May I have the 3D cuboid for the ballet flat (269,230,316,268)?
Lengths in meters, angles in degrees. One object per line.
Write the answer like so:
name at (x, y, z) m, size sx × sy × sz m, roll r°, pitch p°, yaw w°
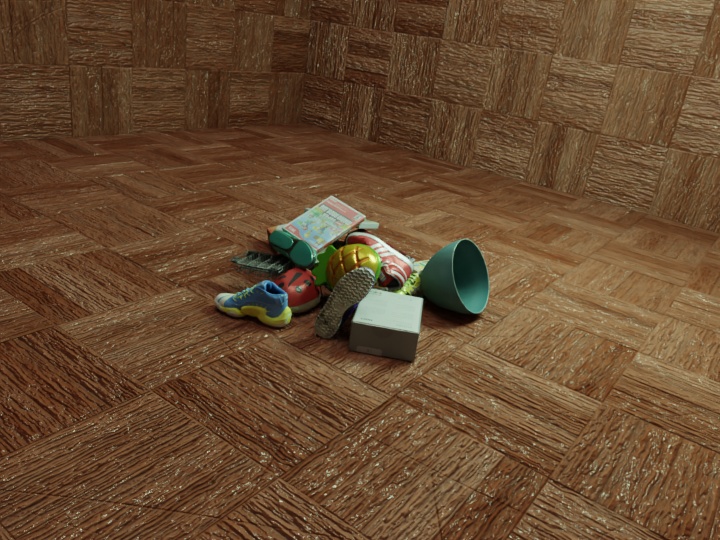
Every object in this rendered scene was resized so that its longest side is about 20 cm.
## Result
ballet flat at (-0.170, -0.053, 1.664) m, size 0.200 × 0.067 × 0.070 m, roll 32°, pitch -3°, yaw 40°

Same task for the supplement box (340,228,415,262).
supplement box at (0.053, -0.048, 1.821) m, size 0.200 × 0.061 × 0.109 m, roll 31°, pitch 23°, yaw 13°

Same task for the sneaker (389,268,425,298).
sneaker at (0.124, 0.046, 1.670) m, size 0.075 × 0.077 × 0.200 m, roll 23°, pitch 27°, yaw 28°

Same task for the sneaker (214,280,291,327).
sneaker at (-0.254, 0.062, 1.457) m, size 0.199 × 0.105 × 0.076 m, roll 13°, pitch 22°, yaw 12°

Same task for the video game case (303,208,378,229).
video game case at (-0.055, -0.160, 1.881) m, size 0.181 × 0.023 × 0.200 m, roll 16°, pitch 8°, yaw 16°

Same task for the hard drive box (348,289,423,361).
hard drive box at (0.065, 0.124, 1.454) m, size 0.155 × 0.077 × 0.200 m, roll 10°, pitch 21°, yaw 6°

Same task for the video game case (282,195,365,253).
video game case at (-0.104, -0.134, 1.746) m, size 0.143 × 0.017 × 0.200 m, roll 34°, pitch 55°, yaw 29°

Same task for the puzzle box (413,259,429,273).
puzzle box at (0.243, 0.018, 1.847) m, size 0.133 × 0.026 × 0.200 m, roll -10°, pitch 28°, yaw -37°

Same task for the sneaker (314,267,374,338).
sneaker at (-0.034, 0.063, 1.430) m, size 0.070 × 0.200 × 0.100 m, roll 40°, pitch 19°, yaw 2°

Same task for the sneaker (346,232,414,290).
sneaker at (0.040, -0.021, 1.614) m, size 0.200 × 0.071 × 0.113 m, roll 28°, pitch 42°, yaw 1°

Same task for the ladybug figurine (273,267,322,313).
ladybug figurine at (-0.166, 0.048, 1.568) m, size 0.135 × 0.072 × 0.200 m, roll 10°, pitch 22°, yaw 5°

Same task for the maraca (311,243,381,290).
maraca at (-0.037, -0.005, 1.524) m, size 0.199 × 0.138 × 0.107 m, roll 7°, pitch -23°, yaw 34°

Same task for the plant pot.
plant pot at (0.243, 0.026, 1.651) m, size 0.134 × 0.201 × 0.200 m, roll -12°, pitch 7°, yaw 37°

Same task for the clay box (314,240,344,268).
clay box at (-0.069, -0.038, 1.845) m, size 0.114 × 0.048 × 0.200 m, roll 8°, pitch 23°, yaw 7°

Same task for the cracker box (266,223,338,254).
cracker box at (-0.183, -0.113, 1.909) m, size 0.199 × 0.058 × 0.134 m, roll -13°, pitch 21°, yaw -16°

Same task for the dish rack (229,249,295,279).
dish rack at (-0.267, -0.013, 1.660) m, size 0.153 × 0.055 × 0.200 m, roll 9°, pitch 10°, yaw 6°

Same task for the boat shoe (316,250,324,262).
boat shoe at (-0.122, -0.087, 1.772) m, size 0.060 × 0.072 × 0.202 m, roll 22°, pitch 34°, yaw 6°

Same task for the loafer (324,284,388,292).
loafer at (-0.018, 0.037, 1.593) m, size 0.199 × 0.073 × 0.073 m, roll 25°, pitch 18°, yaw 7°
